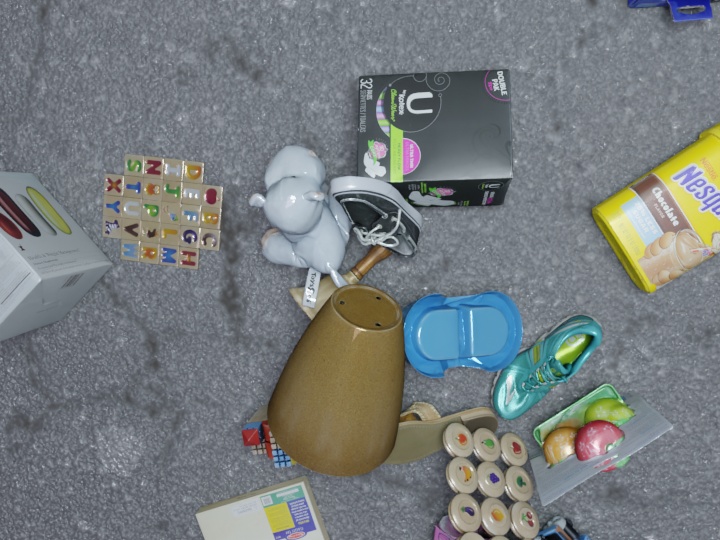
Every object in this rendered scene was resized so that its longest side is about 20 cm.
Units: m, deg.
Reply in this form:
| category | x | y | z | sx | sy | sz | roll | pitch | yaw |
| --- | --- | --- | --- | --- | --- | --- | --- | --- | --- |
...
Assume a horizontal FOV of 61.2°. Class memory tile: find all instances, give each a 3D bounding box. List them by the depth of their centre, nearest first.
| category | x | y | z | sx | sy | sz | roll | pitch | yaw |
| --- | --- | --- | --- | --- | --- | --- | --- | --- | --- |
| memory tile | 0.185 | 0.316 | 0.846 | 0.151 | 0.202 | 0.017 | 16 | 141 | -22 |

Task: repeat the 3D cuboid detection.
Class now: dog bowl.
| category | x | y | z | sx | sy | sz | roll | pitch | yaw |
| --- | --- | --- | --- | --- | --- | --- | --- | --- | --- |
| dog bowl | 0.136 | 0.087 | 0.861 | 0.197 | 0.049 | 0.114 | -2 | 89 | -24 |

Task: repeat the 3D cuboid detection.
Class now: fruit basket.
| category | x | y | z | sx | sy | sz | roll | pitch | yaw |
| --- | --- | --- | --- | --- | --- | --- | --- | --- | --- |
| fruit basket | 0.316 | 0.237 | 0.823 | 0.184 | 0.200 | 0.094 | -36 | 91 | 9 |

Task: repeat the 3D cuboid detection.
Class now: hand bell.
| category | x | y | z | sx | sy | sz | roll | pitch | yaw |
| --- | --- | --- | --- | --- | --- | --- | --- | --- | --- |
| hand bell | 0.000 | 0.000 | 0.906 | 0.200 | 0.104 | 0.104 | -42 | 91 | -3 |

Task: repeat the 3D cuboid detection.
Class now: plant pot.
| category | x | y | z | sx | sy | sz | roll | pitch | yaw |
| --- | --- | --- | --- | --- | --- | --- | --- | --- | --- |
| plant pot | -0.016 | 0.127 | 0.792 | 0.184 | 0.187 | 0.202 | 19 | 123 | 5 |

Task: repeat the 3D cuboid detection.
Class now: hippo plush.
| category | x | y | z | sx | sy | sz | roll | pitch | yaw |
| --- | --- | --- | --- | --- | --- | --- | --- | --- | --- |
| hippo plush | -0.093 | -0.073 | 0.826 | 0.157 | 0.161 | 0.203 | -7 | 61 | 22 |

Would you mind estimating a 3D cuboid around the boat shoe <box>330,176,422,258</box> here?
| category | x | y | z | sx | sy | sz | roll | pitch | yaw |
| --- | --- | --- | --- | --- | --- | --- | --- | --- | --- |
| boat shoe | 0.023 | -0.063 | 0.805 | 0.072 | 0.199 | 0.069 | -3 | 74 | 25 |

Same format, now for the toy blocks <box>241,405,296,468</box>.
| category | x | y | z | sx | sy | sz | roll | pitch | yaw |
| --- | --- | --- | --- | --- | --- | --- | --- | --- | --- |
| toy blocks | -0.094 | 0.241 | 0.909 | 0.196 | 0.137 | 0.102 | -8 | 96 | 9 |

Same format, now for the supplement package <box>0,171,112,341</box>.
| category | x | y | z | sx | sy | sz | roll | pitch | yaw |
| --- | --- | --- | --- | --- | --- | --- | --- | --- | --- |
| supplement package | -0.524 | -0.026 | 0.905 | 0.147 | 0.191 | 0.200 | -42 | 91 | 10 |

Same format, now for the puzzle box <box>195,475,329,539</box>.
| category | x | y | z | sx | sy | sz | roll | pitch | yaw |
| --- | --- | --- | --- | --- | --- | --- | --- | --- | --- |
| puzzle box | -0.157 | 0.428 | 0.998 | 0.197 | 0.025 | 0.135 | -19 | 94 | 9 |

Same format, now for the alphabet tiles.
| category | x | y | z | sx | sy | sz | roll | pitch | yaw |
| --- | --- | --- | --- | --- | --- | --- | --- | --- | --- |
| alphabet tiles | -0.314 | -0.093 | 0.962 | 0.196 | 0.006 | 0.169 | 7 | 98 | 6 |

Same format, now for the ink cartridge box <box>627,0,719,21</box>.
| category | x | y | z | sx | sy | sz | roll | pitch | yaw |
| --- | --- | --- | --- | --- | --- | --- | --- | --- | --- |
| ink cartridge box | 0.427 | -0.426 | 0.790 | 0.134 | 0.076 | 0.204 | -1 | 98 | 8 |

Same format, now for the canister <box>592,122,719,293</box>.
| category | x | y | z | sx | sy | sz | roll | pitch | yaw |
| --- | --- | --- | --- | --- | --- | --- | --- | --- | --- |
| canister | 0.438 | -0.080 | 0.826 | 0.199 | 0.087 | 0.150 | -34 | 91 | 12 |

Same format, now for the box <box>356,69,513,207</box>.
| category | x | y | z | sx | sy | sz | roll | pitch | yaw |
| --- | --- | --- | --- | --- | --- | --- | --- | --- | --- |
| box | 0.099 | -0.172 | 0.823 | 0.196 | 0.124 | 0.151 | 0 | 81 | 7 |

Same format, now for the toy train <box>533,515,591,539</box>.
| category | x | y | z | sx | sy | sz | roll | pitch | yaw |
| --- | --- | --- | --- | --- | --- | --- | --- | --- | --- |
| toy train | 0.329 | 0.454 | 0.892 | 0.200 | 0.114 | 0.087 | 46 | 131 | 7 |

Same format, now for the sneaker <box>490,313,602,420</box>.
| category | x | y | z | sx | sy | sz | roll | pitch | yaw |
| --- | --- | --- | --- | --- | --- | --- | --- | --- | --- |
| sneaker | 0.265 | 0.139 | 0.878 | 0.077 | 0.080 | 0.200 | 42 | 101 | 0 |

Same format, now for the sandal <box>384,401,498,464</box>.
| category | x | y | z | sx | sy | sz | roll | pitch | yaw |
| --- | --- | --- | --- | --- | --- | --- | --- | --- | --- |
| sandal | 0.099 | 0.232 | 0.925 | 0.208 | 0.070 | 0.079 | -7 | 120 | -12 |

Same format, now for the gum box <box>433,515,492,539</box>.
| category | x | y | z | sx | sy | sz | roll | pitch | yaw |
| --- | --- | --- | --- | --- | --- | --- | --- | --- | --- |
| gum box | 0.188 | 0.450 | 0.881 | 0.198 | 0.066 | 0.115 | 20 | 113 | 40 |
